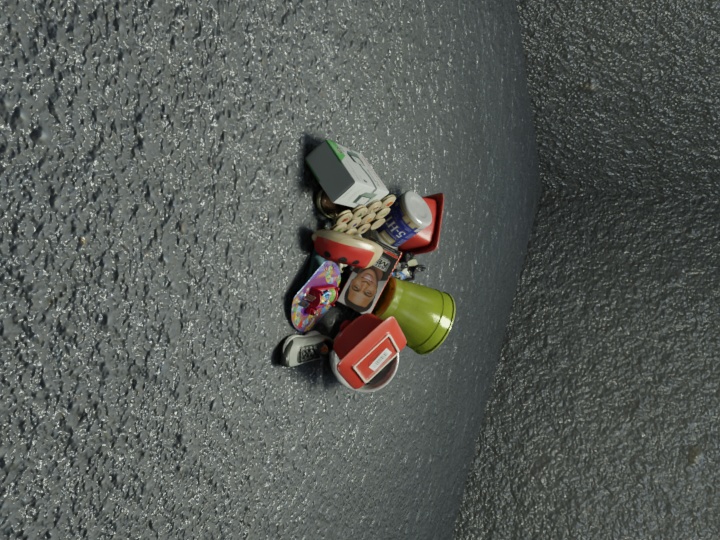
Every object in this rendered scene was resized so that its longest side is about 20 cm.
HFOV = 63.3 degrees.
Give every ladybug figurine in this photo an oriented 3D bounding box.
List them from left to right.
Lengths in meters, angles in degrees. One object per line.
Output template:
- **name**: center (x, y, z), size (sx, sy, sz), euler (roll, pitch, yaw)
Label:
- **ladybug figurine**: center (-0.038, -0.054, 1.513), size (0.200, 0.136, 0.072), euler (15, 84, -24)

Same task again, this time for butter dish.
- **butter dish**: center (0.001, 0.190, 1.564), size (0.200, 0.148, 0.200), euler (-42, 147, -9)
- **butter dish**: center (0.153, -0.160, 1.881), size (0.148, 0.199, 0.200), euler (18, 74, -33)

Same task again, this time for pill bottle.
- **pill bottle**: center (0.101, -0.135, 1.731), size (0.120, 0.200, 0.120), euler (30, 42, -31)

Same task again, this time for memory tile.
- **memory tile**: center (0.001, -0.136, 1.589), size (0.200, 0.017, 0.153), euler (-23, 161, -30)

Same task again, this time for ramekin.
- **ramekin**: center (0.018, 0.248, 1.692), size (0.098, 0.200, 0.201), euler (27, 72, -78)

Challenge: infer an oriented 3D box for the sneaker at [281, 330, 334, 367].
- **sneaker**: center (-0.136, 0.202, 1.509), size (0.200, 0.079, 0.074), euler (-16, 113, -59)

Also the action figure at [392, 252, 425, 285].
- **action figure**: center (0.130, 0.026, 1.803), size (0.119, 0.102, 0.200), euler (53, 46, -17)

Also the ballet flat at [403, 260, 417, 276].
- **ballet flat**: center (0.147, -0.009, 2.001), size (0.200, 0.069, 0.070), euler (-17, 112, -60)

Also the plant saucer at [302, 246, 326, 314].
- **plant saucer**: center (-0.121, 0.019, 1.555), size (0.070, 0.019, 0.200), euler (28, 73, -61)

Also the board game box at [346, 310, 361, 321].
- **board game box**: center (0.020, 0.140, 1.847), size (0.200, 0.028, 0.135), euler (-59, 145, -39)

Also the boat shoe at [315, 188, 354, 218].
- **boat shoe**: center (-0.046, -0.170, 1.587), size (0.202, 0.075, 0.075), euler (26, 74, -62)

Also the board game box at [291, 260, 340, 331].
- **board game box**: center (-0.099, 0.077, 1.523), size (0.200, 0.039, 0.158), euler (-50, 148, -25)

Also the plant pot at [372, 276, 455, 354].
- **plant pot**: center (0.134, 0.115, 1.688), size (0.193, 0.200, 0.201), euler (28, 68, -23)

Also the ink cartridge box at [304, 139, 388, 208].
- **ink cartridge box**: center (-0.031, -0.243, 1.512), size (0.146, 0.084, 0.200), euler (57, 22, 16)

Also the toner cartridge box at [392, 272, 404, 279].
- **toner cartridge box**: center (0.067, 0.021, 1.840), size (0.200, 0.043, 0.095), euler (31, 63, -49)

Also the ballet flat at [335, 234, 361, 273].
- **ballet flat**: center (-0.028, -0.054, 1.651), size (0.200, 0.075, 0.068), euler (-55, 136, -42)

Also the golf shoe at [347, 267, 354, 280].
- **golf shoe**: center (0.000, 0.000, 1.702), size (0.078, 0.097, 0.200), euler (27, 80, -42)

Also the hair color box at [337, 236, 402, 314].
- **hair color box**: center (0.026, 0.018, 1.614), size (0.200, 0.101, 0.061), euler (-63, 178, -1)
